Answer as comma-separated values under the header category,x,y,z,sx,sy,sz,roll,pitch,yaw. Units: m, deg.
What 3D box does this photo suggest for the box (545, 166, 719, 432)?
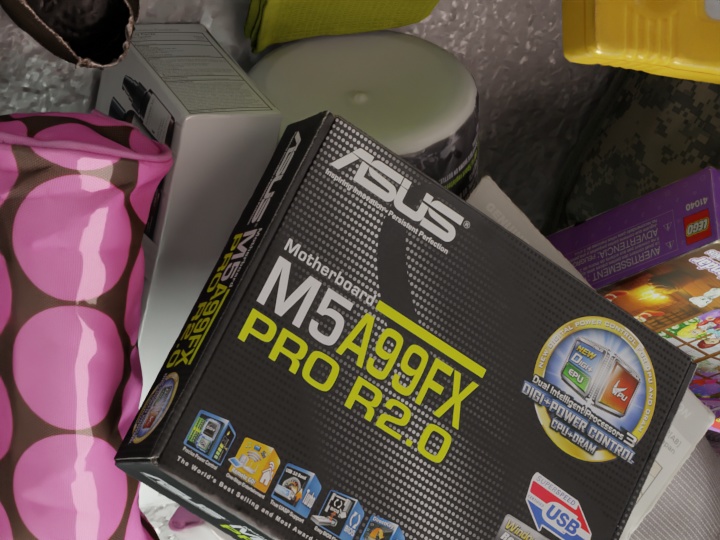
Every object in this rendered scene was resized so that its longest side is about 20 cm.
category,x,y,z,sx,sy,sz,roll,pitch,yaw
box,0.169,0.021,1.079,0.137,0.039,0.200,-24,148,38

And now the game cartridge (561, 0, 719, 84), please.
category,x,y,z,sx,sy,sz,roll,pitch,yaw
game cartridge,0.172,-0.168,1.003,0.199,0.032,0.177,4,83,-36

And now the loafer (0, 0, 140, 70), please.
category,x,y,z,sx,sy,sz,roll,pitch,yaw
loafer,-0.130,-0.154,0.867,0.073,0.071,0.200,-37,135,-4

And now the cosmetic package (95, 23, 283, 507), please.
category,x,y,z,sx,sy,sz,roll,pitch,yaw
cosmetic package,-0.092,0.000,1.004,0.050,0.083,0.201,-3,123,-29

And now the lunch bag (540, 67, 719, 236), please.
category,x,y,z,sx,sy,sz,roll,pitch,yaw
lunch bag,0.197,-0.042,1.144,0.163,0.118,0.201,9,120,-33

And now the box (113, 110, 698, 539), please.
category,x,y,z,sx,sy,sz,roll,pitch,yaw
box,0.022,0.057,0.929,0.200,0.044,0.161,34,72,-19

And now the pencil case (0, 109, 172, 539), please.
category,x,y,z,sx,sy,sz,roll,pitch,yaw
pencil case,-0.115,0.033,0.927,0.094,0.090,0.201,-19,118,-53

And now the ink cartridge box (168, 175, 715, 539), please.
category,x,y,z,sx,sy,sz,roll,pitch,yaw
ink cartridge box,0.038,0.086,0.984,0.161,0.050,0.200,45,67,-16

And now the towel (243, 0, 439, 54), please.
category,x,y,z,sx,sy,sz,roll,pitch,yaw
towel,0.004,-0.120,0.917,0.086,0.200,0.018,-6,83,-9

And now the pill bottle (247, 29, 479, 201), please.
category,x,y,z,sx,sy,sz,roll,pitch,yaw
pill bottle,0.000,0.000,1.047,0.106,0.106,0.201,-18,130,-22

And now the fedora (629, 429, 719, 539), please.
category,x,y,z,sx,sy,sz,roll,pitch,yaw
fedora,0.102,0.109,1.080,0.199,0.177,0.091,-17,124,13
